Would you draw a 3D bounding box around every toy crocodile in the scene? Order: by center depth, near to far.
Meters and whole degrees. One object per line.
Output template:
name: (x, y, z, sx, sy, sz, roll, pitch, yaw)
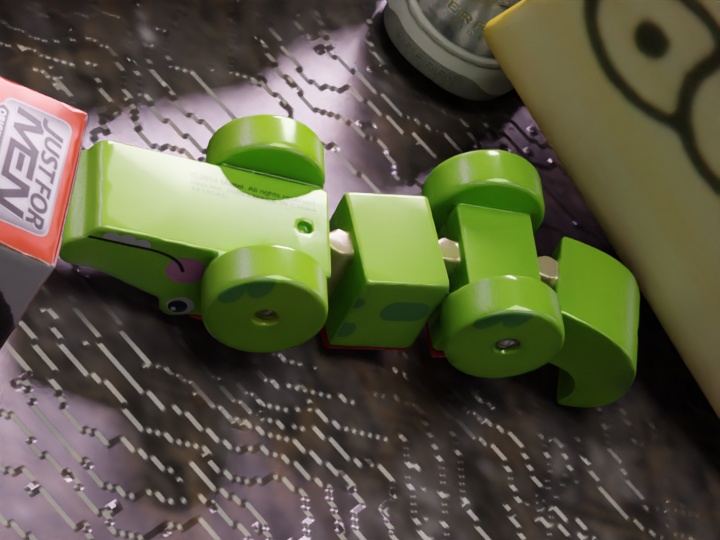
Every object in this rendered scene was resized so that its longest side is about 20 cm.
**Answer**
toy crocodile: (0.000, 0.000, 0.894, 0.200, 0.062, 0.068, 9, 51, -21)

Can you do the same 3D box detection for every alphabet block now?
alphabet block: (0.198, -0.063, 0.942, 0.196, 0.195, 0.200, -35, 95, -48)

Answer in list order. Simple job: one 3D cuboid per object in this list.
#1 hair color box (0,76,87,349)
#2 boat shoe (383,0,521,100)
hair color box: (-0.185, -0.030, 0.761, 0.200, 0.102, 0.061, 22, 45, -16)
boat shoe: (0.078, -0.135, 1.047, 0.074, 0.065, 0.202, 41, 44, 4)
